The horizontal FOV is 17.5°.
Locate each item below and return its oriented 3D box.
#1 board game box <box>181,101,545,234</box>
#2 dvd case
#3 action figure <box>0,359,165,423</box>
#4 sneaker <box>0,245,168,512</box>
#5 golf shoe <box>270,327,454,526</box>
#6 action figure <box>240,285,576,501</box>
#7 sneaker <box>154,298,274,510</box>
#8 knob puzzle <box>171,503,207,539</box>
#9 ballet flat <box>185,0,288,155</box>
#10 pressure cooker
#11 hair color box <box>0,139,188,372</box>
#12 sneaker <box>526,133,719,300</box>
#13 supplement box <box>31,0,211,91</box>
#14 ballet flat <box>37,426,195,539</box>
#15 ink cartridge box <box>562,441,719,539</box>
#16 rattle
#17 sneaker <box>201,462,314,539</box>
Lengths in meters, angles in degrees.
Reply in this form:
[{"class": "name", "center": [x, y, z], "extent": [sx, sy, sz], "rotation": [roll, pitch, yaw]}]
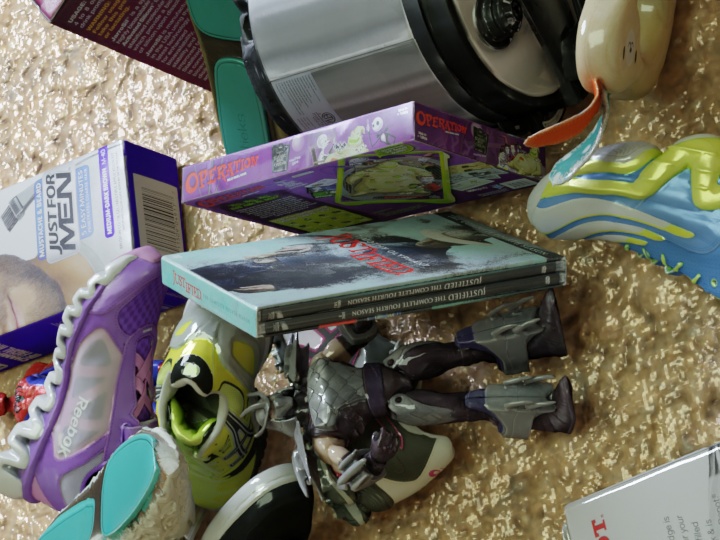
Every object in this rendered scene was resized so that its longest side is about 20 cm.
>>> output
[{"class": "board game box", "center": [0.000, -0.058, 1.429], "extent": [0.200, 0.120, 0.032], "rotation": [-12, 75, 42]}, {"class": "dvd case", "center": [0.000, 0.000, 1.381], "extent": [0.146, 0.199, 0.022], "rotation": [-154, 60, -61]}, {"class": "action figure", "center": [-0.188, 0.086, 1.613], "extent": [0.199, 0.052, 0.066], "rotation": [-8, 78, 37]}, {"class": "sneaker", "center": [-0.161, 0.081, 1.527], "extent": [0.088, 0.080, 0.201], "rotation": [33, 108, 22]}, {"class": "golf shoe", "center": [-0.007, 0.062, 1.479], "extent": [0.088, 0.077, 0.201], "rotation": [-25, 62, 5]}, {"class": "action figure", "center": [0.025, 0.067, 1.394], "extent": [0.199, 0.069, 0.131], "rotation": [-10, 66, 6]}, {"class": "sneaker", "center": [-0.103, 0.091, 1.466], "extent": [0.075, 0.200, 0.077], "rotation": [21, 51, 14]}, {"class": "knob puzzle", "center": [-0.167, 0.246, 1.483], "extent": [0.030, 0.220, 0.220], "rotation": [43, 109, -5]}, {"class": "ballet flat", "center": [-0.073, -0.155, 1.518], "extent": [0.068, 0.063, 0.201], "rotation": [15, 130, 28]}, {"class": "pressure cooker", "center": [0.046, -0.163, 1.422], "extent": [0.199, 0.176, 0.179], "rotation": [-13, 74, 37]}, {"class": "hair color box", "center": [-0.218, -0.006, 1.648], "extent": [0.200, 0.065, 0.110], "rotation": [-21, 66, 33]}, {"class": "sneaker", "center": [0.186, -0.022, 1.342], "extent": [0.199, 0.076, 0.105], "rotation": [-14, 70, 32]}, {"class": "supplement box", "center": [-0.145, -0.210, 1.561], "extent": [0.103, 0.200, 0.131], "rotation": [-52, 55, 14]}, {"class": "ballet flat", "center": [-0.141, 0.152, 1.460], "extent": [0.200, 0.072, 0.072], "rotation": [-40, 54, 51]}, {"class": "ink cartridge box", "center": [0.225, 0.166, 1.256], "extent": [0.200, 0.084, 0.147], "rotation": [-26, 65, 30]}, {"class": "rattle", "center": [0.186, -0.131, 1.331], "extent": [0.142, 0.130, 0.200], "rotation": [16, 46, 7]}, {"class": "sneaker", "center": [-0.056, 0.221, 1.448], "extent": [0.112, 0.073, 0.200], "rotation": [52, 131, 30]}]
